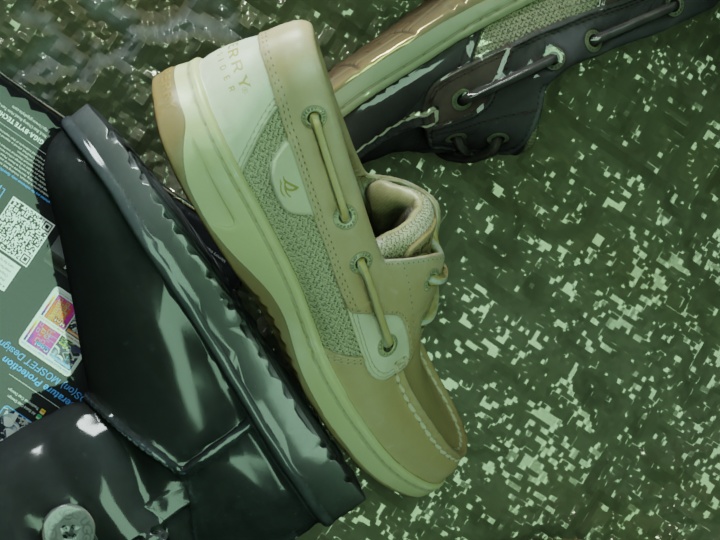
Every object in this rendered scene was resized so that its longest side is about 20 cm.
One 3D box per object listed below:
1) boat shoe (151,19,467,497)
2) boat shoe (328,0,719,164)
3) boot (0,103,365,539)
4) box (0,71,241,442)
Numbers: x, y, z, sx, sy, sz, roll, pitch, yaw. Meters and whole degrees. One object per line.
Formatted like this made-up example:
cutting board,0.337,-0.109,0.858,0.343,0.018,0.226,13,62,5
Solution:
boat shoe,0.000,0.000,0.838,0.065,0.072,0.200,-25,127,8
boat shoe,0.043,-0.070,0.881,0.200,0.072,0.065,-35,99,-8
boot,-0.124,0.065,0.817,0.199,0.066,0.165,-33,88,1
box,-0.171,0.020,0.855,0.199,0.050,0.199,34,86,-10
